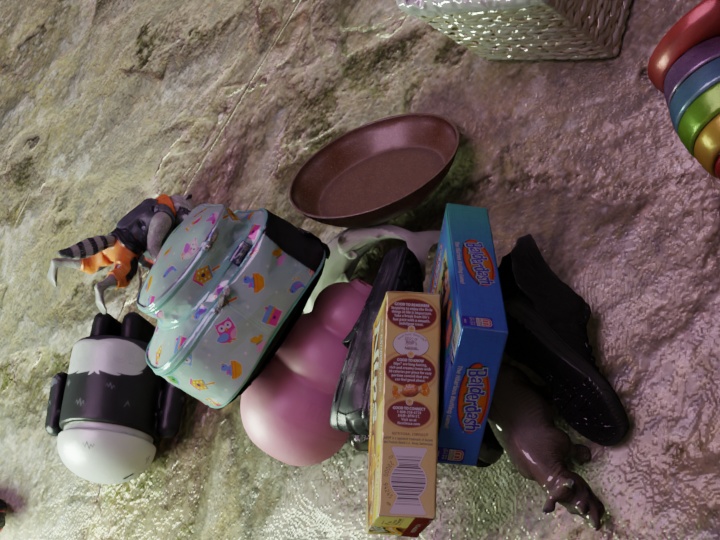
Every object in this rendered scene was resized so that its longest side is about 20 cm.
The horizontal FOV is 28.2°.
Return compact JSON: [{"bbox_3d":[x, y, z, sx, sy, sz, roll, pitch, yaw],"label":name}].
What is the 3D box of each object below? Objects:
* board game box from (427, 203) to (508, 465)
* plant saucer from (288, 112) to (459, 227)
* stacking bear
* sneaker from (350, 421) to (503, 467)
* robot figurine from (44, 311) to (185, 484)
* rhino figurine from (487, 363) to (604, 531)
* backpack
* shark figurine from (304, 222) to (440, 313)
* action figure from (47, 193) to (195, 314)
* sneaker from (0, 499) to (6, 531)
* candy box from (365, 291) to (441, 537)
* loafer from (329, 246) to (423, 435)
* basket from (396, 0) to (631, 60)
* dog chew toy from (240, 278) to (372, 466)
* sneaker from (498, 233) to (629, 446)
[{"bbox_3d":[0.093,0.056,1.331,0.201,0.044,0.154,-93,10,-55],"label":"board game box"},{"bbox_3d":[0.019,-0.103,1.561,0.198,0.037,0.201,-18,30,10],"label":"plant saucer"},{"bbox_3d":[0.346,-0.127,1.278,0.113,0.121,0.202,-35,58,22],"label":"stacking bear"},{"bbox_3d":[0.062,0.160,1.424,0.115,0.076,0.199,-58,41,7],"label":"sneaker"},{"bbox_3d":[-0.294,0.155,1.720,0.150,0.124,0.203,-25,54,53],"label":"robot figurine"},{"bbox_3d":[0.166,0.163,1.315,0.060,0.087,0.201,-45,47,17],"label":"rhino figurine"},{"bbox_3d":[-0.144,0.033,1.471,0.202,0.152,0.175,-65,20,-5],"label":"backpack"},{"bbox_3d":[0.005,-0.020,1.562,0.214,0.089,0.129,-34,84,36],"label":"shark figurine"},{"bbox_3d":[-0.269,-0.031,1.766,0.193,0.105,0.199,-40,30,-29],"label":"action figure"},{"bbox_3d":[-0.530,0.337,1.900,0.199,0.073,0.088,7,89,48],"label":"sneaker"},{"bbox_3d":[0.038,0.132,1.300,0.116,0.054,0.203,109,165,-72],"label":"candy box"},{"bbox_3d":[0.014,0.067,1.427,0.070,0.068,0.203,-3,59,32],"label":"loafer"},{"bbox_3d":[0.173,-0.332,1.490,0.198,0.160,0.201,6,75,43],"label":"basket"},{"bbox_3d":[-0.042,0.102,1.503,0.124,0.124,0.202,38,102,45],"label":"dog chew toy"},{"bbox_3d":[0.193,0.064,1.346,0.200,0.104,0.060,45,134,9],"label":"sneaker"}]
